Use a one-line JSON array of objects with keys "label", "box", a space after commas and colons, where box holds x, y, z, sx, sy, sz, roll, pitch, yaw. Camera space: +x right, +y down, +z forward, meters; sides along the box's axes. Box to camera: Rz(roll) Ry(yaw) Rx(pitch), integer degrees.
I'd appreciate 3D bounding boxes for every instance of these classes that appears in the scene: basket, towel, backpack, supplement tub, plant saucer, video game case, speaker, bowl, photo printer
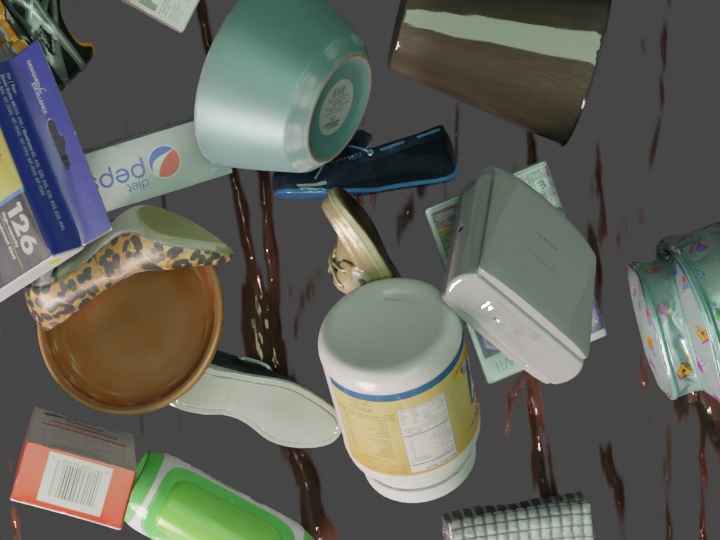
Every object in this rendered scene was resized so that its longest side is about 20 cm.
[{"label": "basket", "box": [0.135, -0.236, 1.717, 0.198, 0.136, 0.182, 14, 117, -5]}, {"label": "towel", "box": [0.175, 0.348, 1.813, 0.164, 0.086, 0.203, -7, 96, -9]}, {"label": "backpack", "box": [0.365, 0.050, 1.744, 0.152, 0.200, 0.178, -17, 99, -5]}, {"label": "supplement tub", "box": [0.044, 0.123, 1.702, 0.143, 0.145, 0.201, -19, 133, -5]}, {"label": "plant saucer", "box": [-0.229, 0.047, 1.712, 0.198, 0.037, 0.203, -3, 79, 13]}, {"label": "video game case", "box": [0.165, 0.002, 1.804, 0.142, 0.018, 0.202, -22, 99, -5]}, {"label": "speaker", "box": [-0.150, 0.265, 1.757, 0.199, 0.088, 0.089, 30, 92, -10]}, {"label": "bowl", "box": [-0.061, -0.176, 1.638, 0.104, 0.200, 0.203, 26, 93, 23]}, {"label": "photo printer", "box": [0.164, -0.004, 1.702, 0.166, 0.201, 0.069, 39, 126, -19]}]

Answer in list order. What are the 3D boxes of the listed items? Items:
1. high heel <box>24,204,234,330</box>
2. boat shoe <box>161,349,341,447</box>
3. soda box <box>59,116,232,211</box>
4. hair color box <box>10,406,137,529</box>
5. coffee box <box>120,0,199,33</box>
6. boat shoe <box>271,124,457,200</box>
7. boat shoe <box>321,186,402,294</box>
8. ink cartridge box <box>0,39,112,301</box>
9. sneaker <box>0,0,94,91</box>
[{"label": "high heel", "box": [-0.232, 0.008, 1.687, 0.198, 0.072, 0.144, 11, 117, -6]}, {"label": "boat shoe", "box": [-0.112, 0.125, 1.758, 0.198, 0.060, 0.076, 22, 113, -12]}, {"label": "soda box", "box": [-0.232, -0.102, 1.712, 0.198, 0.068, 0.064, -18, 101, -6]}, {"label": "hair color box", "box": [-0.282, 0.193, 1.671, 0.110, 0.200, 0.065, 17, 93, -9]}, {"label": "coffee box", "box": [-0.245, -0.316, 1.664, 0.199, 0.114, 0.080, 28, 92, -10]}, {"label": "boat shoe", "box": [0.000, -0.113, 1.748, 0.198, 0.084, 0.070, -8, 90, -23]}, {"label": "boat shoe", "box": [0.000, 0.000, 1.727, 0.064, 0.072, 0.201, -26, 131, 6]}, {"label": "ink cartridge box", "box": [-0.346, -0.089, 1.631, 0.047, 0.199, 0.199, -16, 81, -48]}, {"label": "sneaker", "box": [-0.340, -0.269, 1.683, 0.077, 0.078, 0.201, -34, 103, -16]}]
